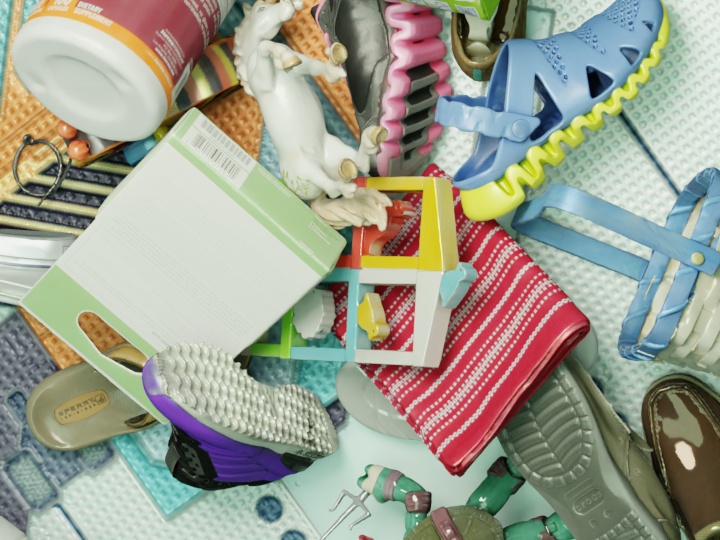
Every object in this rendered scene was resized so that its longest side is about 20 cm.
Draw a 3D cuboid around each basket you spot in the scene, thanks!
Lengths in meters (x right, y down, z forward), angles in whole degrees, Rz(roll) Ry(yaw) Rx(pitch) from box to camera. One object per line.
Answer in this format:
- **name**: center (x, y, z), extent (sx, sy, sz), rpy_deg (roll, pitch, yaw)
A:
- **basket**: center (0.205, -0.006, 1.658), extent (0.200, 0.176, 0.139), rpy_deg (19, 86, -5)

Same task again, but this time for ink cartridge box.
- **ink cartridge box**: center (-0.127, 0.000, 1.723), extent (0.146, 0.048, 0.200), rpy_deg (41, 125, -9)

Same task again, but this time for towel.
- **towel**: center (0.059, 0.032, 1.702), extent (0.145, 0.022, 0.200), rpy_deg (-50, 50, 10)

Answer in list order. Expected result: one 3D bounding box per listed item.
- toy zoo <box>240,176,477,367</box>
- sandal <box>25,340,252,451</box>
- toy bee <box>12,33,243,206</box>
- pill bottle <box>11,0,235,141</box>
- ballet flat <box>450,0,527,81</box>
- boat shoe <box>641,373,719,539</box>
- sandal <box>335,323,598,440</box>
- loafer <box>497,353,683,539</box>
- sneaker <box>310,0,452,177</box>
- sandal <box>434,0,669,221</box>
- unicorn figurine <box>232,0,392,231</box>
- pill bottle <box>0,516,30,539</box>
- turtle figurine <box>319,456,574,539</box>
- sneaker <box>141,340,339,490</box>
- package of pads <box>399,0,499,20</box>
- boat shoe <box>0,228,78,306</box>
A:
- **toy zoo**: center (0.000, 0.000, 1.713), extent (0.200, 0.020, 0.131), rpy_deg (1, 85, 40)
- **sandal**: center (-0.163, 0.079, 1.798), extent (0.200, 0.054, 0.080), rpy_deg (-27, 91, 14)
- **toy bee**: center (-0.167, -0.101, 1.748), extent (0.131, 0.109, 0.200), rpy_deg (42, 102, 4)
- **pill bottle**: center (-0.145, -0.198, 1.683), extent (0.114, 0.114, 0.200), rpy_deg (23, 61, 8)
- **ballet flat**: center (0.091, -0.229, 1.696), extent (0.068, 0.072, 0.200), rpy_deg (9, 99, 9)
- **boat shoe**: center (0.256, 0.168, 1.714), extent (0.075, 0.075, 0.202), rpy_deg (-27, 91, 14)
- **sandal**: center (0.080, 0.071, 1.752), extent (0.203, 0.050, 0.082), rpy_deg (-13, 110, 25)
- **loafer**: center (0.157, 0.131, 1.693), extent (0.075, 0.070, 0.200), rpy_deg (-29, 90, 29)
- **sneaker**: center (0.009, -0.163, 1.733), extent (0.095, 0.079, 0.200), rpy_deg (6, 98, 33)
- **sandal**: center (0.127, -0.127, 1.676), extent (0.200, 0.079, 0.087), rpy_deg (-44, 108, -6)
- **unicorn figurine**: center (-0.042, -0.119, 1.687), extent (0.074, 0.137, 0.200), rpy_deg (-8, 90, -24)
- **pill bottle**: center (-0.215, 0.275, 1.806), extent (0.200, 0.111, 0.111), rpy_deg (39, 103, 5)
- **turtle figurine**: center (0.072, 0.196, 1.745), extent (0.200, 0.101, 0.150), rpy_deg (-31, 105, 2)
- **sneaker**: center (-0.105, 0.116, 1.729), extent (0.100, 0.200, 0.070), rpy_deg (-31, 58, 21)
- **package of pads**: center (0.052, -0.272, 1.638), extent (0.154, 0.068, 0.200), rpy_deg (14, 65, 30)
- **boat shoe**: center (-0.307, -0.001, 1.807), extent (0.200, 0.074, 0.067), rpy_deg (5, 96, 10)
